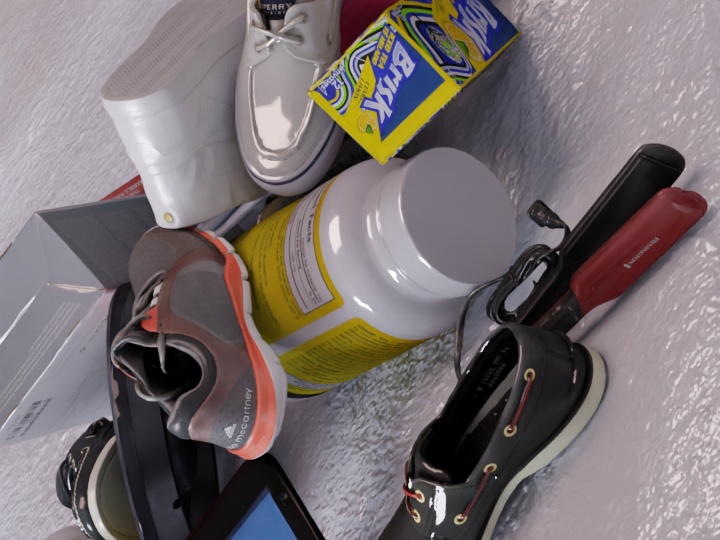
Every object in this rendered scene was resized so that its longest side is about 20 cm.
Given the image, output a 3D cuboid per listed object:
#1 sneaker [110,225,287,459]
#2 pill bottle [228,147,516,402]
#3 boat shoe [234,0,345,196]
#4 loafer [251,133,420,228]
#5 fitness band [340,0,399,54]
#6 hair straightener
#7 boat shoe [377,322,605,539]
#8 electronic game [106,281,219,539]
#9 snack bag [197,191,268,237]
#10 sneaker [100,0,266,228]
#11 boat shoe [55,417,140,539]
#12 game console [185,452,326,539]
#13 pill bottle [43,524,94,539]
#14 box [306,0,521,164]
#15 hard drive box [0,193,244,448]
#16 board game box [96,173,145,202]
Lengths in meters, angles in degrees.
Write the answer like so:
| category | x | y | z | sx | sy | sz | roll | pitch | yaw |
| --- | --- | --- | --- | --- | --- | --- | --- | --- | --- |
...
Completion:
| category | x | y | z | sx | sy | sz | roll | pitch | yaw |
| --- | --- | --- | --- | --- | --- | --- | --- | --- | --- |
| sneaker | -0.110 | 0.032 | 1.597 | 0.200 | 0.082 | 0.077 | 54 | 130 | 50 |
| pill bottle | 0.000 | 0.000 | 1.622 | 0.200 | 0.112 | 0.113 | -28 | 42 | 49 |
| boat shoe | -0.043 | -0.146 | 1.627 | 0.071 | 0.070 | 0.200 | 3 | 72 | 19 |
| loafer | -0.035 | -0.037 | 1.763 | 0.200 | 0.075 | 0.070 | -45 | 35 | 33 |
| fitness band | 0.002 | -0.209 | 1.722 | 0.200 | 0.037 | 0.144 | -43 | 33 | 51 |
| hair straightener | 0.113 | 0.000 | 1.498 | 0.200 | 0.041 | 0.077 | -52 | 39 | 34 |
| boat shoe | 0.051 | 0.111 | 1.482 | 0.201 | 0.063 | 0.074 | -55 | 32 | 22 |
| electronic game | -0.126 | 0.105 | 1.709 | 0.042 | 0.200 | 0.200 | -11 | 43 | 7 |
| snack bag | -0.032 | -0.105 | 1.819 | 0.189 | 0.021 | 0.200 | -45 | 8 | 35 |
| sneaker | -0.086 | -0.104 | 1.700 | 0.074 | 0.116 | 0.200 | 0 | 32 | 33 |
| boat shoe | -0.164 | 0.134 | 1.763 | 0.066 | 0.075 | 0.199 | -15 | 16 | 14 |
| game console | -0.094 | 0.223 | 1.518 | 0.200 | 0.172 | 0.119 | 56 | 150 | 39 |
| pill bottle | -0.157 | 0.235 | 1.704 | 0.104 | 0.104 | 0.200 | -59 | 26 | 9 |
| box | 0.036 | -0.126 | 1.620 | 0.070 | 0.064 | 0.200 | -44 | 1 | 20 |
| hard drive box | -0.179 | 0.030 | 1.836 | 0.077 | 0.200 | 0.156 | 47 | 115 | 17 |
| board game box | -0.170 | -0.025 | 1.893 | 0.200 | 0.019 | 0.103 | -35 | -19 | -24 |
